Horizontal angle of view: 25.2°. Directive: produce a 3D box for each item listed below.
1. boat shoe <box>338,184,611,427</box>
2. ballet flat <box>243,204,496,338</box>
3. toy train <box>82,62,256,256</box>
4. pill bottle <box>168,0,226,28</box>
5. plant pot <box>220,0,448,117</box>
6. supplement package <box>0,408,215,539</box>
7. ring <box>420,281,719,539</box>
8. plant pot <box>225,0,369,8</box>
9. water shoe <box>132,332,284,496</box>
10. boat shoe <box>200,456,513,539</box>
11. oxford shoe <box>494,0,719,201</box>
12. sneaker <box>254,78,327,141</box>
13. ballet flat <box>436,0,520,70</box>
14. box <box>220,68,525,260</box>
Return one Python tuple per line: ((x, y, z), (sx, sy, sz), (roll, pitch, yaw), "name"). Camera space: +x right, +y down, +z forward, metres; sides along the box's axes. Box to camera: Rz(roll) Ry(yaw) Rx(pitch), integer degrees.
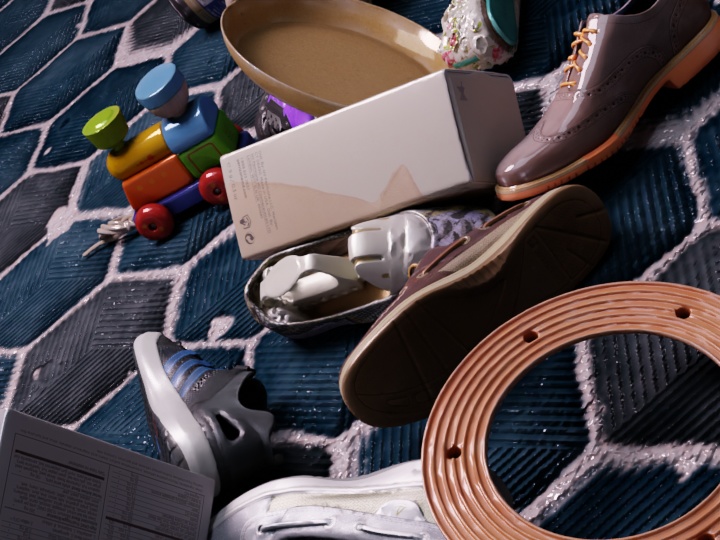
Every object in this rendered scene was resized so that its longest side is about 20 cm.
((0.062, 0.018, 0.980), (0.200, 0.072, 0.072), (-42, 20, -12), "boat shoe")
((0.000, 0.000, 1.067), (0.199, 0.072, 0.072), (-19, 35, 34), "ballet flat")
((-0.198, -0.089, 1.377), (0.199, 0.116, 0.085), (-26, 31, 23), "toy train")
((-0.116, -0.346, 1.646), (0.199, 0.112, 0.112), (-31, 30, 14), "pill bottle")
((-0.013, -0.159, 1.233), (0.201, 0.198, 0.028), (-98, 20, -57), "plant pot")
((-0.194, 0.197, 0.870), (0.151, 0.150, 0.202), (-11, 63, 41), "supplement package")
((0.127, 0.084, 0.805), (0.198, 0.019, 0.202), (-13, 44, 12), "ring")
((-0.054, -0.296, 1.450), (0.198, 0.200, 0.175), (-20, 50, 31), "plant pot")
((-0.102, 0.095, 1.082), (0.078, 0.072, 0.200), (-14, 25, -12), "water shoe")
((-0.013, 0.155, 0.868), (0.200, 0.075, 0.065), (-15, 32, 26), "boat shoe")
((0.150, -0.123, 1.047), (0.200, 0.073, 0.071), (-43, 21, -18), "oxford shoe")
((-0.041, -0.120, 1.300), (0.099, 0.070, 0.201), (-37, 25, 21), "sneaker")
((0.094, -0.226, 1.276), (0.064, 0.076, 0.201), (-29, 28, 32), "ballet flat")
((0.010, -0.071, 1.110), (0.199, 0.079, 0.095), (-18, -8, 36), "box")
